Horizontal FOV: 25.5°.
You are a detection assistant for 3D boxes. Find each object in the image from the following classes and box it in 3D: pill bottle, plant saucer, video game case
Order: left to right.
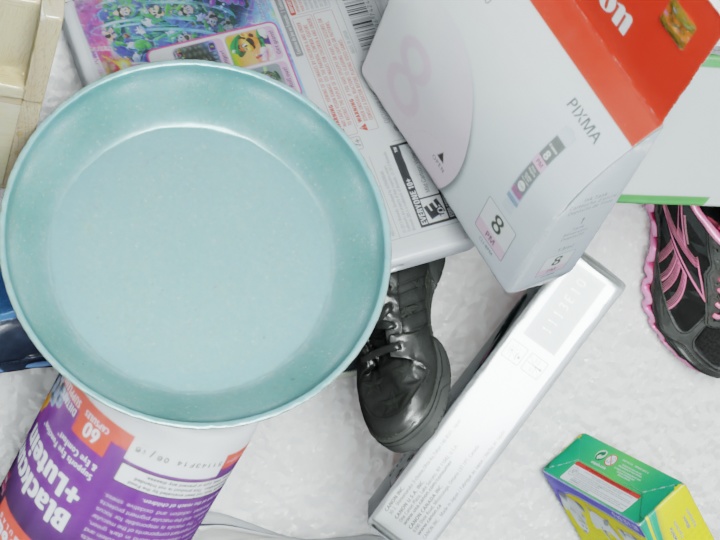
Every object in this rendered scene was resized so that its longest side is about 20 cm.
[{"bbox_3d":[-0.147,0.131,0.907,0.111,0.111,0.200,18,116,-26],"label":"pill bottle"},{"bbox_3d":[-0.085,-0.011,0.821,0.200,0.036,0.200,4,69,-11],"label":"plant saucer"},{"bbox_3d":[-0.051,-0.080,0.886,0.182,0.024,0.200,-16,74,-17],"label":"video game case"}]

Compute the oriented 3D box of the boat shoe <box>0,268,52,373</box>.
[{"bbox_3d":[-0.242,0.049,0.873,0.200,0.084,0.069,-7,126,-9],"label":"boat shoe"}]

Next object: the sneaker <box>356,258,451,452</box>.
[{"bbox_3d":[0.002,-0.001,0.925,0.060,0.200,0.104,-21,138,32],"label":"sneaker"}]

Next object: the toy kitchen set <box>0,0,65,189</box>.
[{"bbox_3d":[-0.235,-0.180,0.819,0.163,0.180,0.200,9,62,-15],"label":"toy kitchen set"}]

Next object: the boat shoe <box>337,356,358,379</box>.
[{"bbox_3d":[-0.066,0.003,0.936,0.200,0.075,0.062,28,130,-20],"label":"boat shoe"}]

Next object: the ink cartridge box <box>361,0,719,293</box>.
[{"bbox_3d":[0.080,-0.108,0.791,0.057,0.163,0.200,-20,155,-24],"label":"ink cartridge box"}]

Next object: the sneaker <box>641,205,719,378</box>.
[{"bbox_3d":[0.235,-0.010,1.049,0.079,0.095,0.200,-23,114,-16],"label":"sneaker"}]

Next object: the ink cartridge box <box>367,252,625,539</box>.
[{"bbox_3d":[0.078,0.077,0.985,0.044,0.174,0.200,37,90,0],"label":"ink cartridge box"}]

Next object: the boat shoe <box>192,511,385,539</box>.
[{"bbox_3d":[-0.029,0.202,1.018,0.200,0.066,0.072,22,96,-26],"label":"boat shoe"}]

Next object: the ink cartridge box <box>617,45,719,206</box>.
[{"bbox_3d":[0.148,-0.095,0.929,0.146,0.200,0.084,0,103,-22],"label":"ink cartridge box"}]

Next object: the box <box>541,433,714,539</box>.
[{"bbox_3d":[0.210,0.212,1.090,0.048,0.117,0.200,-40,116,-14],"label":"box"}]
